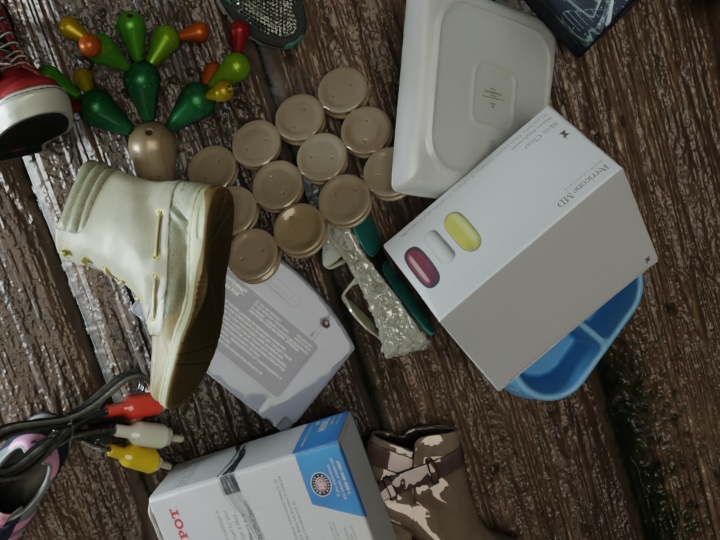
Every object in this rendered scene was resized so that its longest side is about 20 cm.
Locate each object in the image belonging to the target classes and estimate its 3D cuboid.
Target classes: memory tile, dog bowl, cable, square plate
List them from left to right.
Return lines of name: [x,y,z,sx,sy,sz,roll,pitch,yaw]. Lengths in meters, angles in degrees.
cable: [-0.246,0.141,0.747,0.199,0.050,0.099,9,84,-55]
memory tile: [-0.056,-0.091,0.774,0.198,0.017,0.155,-30,68,-1]
square plate: [0.119,-0.162,0.777,0.197,0.028,0.202,6,88,-36]
dog bowl: [0.218,0.048,0.859,0.111,0.050,0.201,36,89,-12]

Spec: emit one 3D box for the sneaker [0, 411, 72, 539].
sneaker: [-0.346,0.229,0.769,0.069,0.082,0.202,30,91,-11]

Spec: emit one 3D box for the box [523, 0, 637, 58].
box: [0.188,-0.322,0.717,0.124,0.197,0.200,-43,88,-1]

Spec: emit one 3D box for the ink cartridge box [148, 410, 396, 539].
ink cartridge box: [-0.082,0.240,0.788,0.197,0.084,0.147,-18,99,11]

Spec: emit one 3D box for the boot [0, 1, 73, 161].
boot: [-0.296,-0.173,0.674,0.071,0.199,0.147,-17,99,-28]

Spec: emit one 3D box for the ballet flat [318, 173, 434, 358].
ballet flat: [0.000,0.000,0.807,0.071,0.072,0.202,-30,94,-4]

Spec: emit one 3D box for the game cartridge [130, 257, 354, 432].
game cartridge: [-0.108,0.049,0.812,0.199,0.041,0.134,41,92,-12]

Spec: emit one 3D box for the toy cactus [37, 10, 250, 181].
toy cactus: [-0.192,-0.151,0.753,0.196,0.102,0.168,-10,108,-17]

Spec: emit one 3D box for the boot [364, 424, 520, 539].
boot: [0.090,0.236,0.851,0.196,0.070,0.149,2,94,-10]

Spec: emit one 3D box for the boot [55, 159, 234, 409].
boot: [-0.202,0.011,0.741,0.152,0.072,0.204,13,98,16]

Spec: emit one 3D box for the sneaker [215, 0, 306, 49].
sneaker: [-0.115,-0.293,0.741,0.077,0.091,0.201,-35,101,-3]

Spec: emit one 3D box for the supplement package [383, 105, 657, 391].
supplement package: [0.151,-0.016,0.764,0.199,0.111,0.156,-40,138,4]
